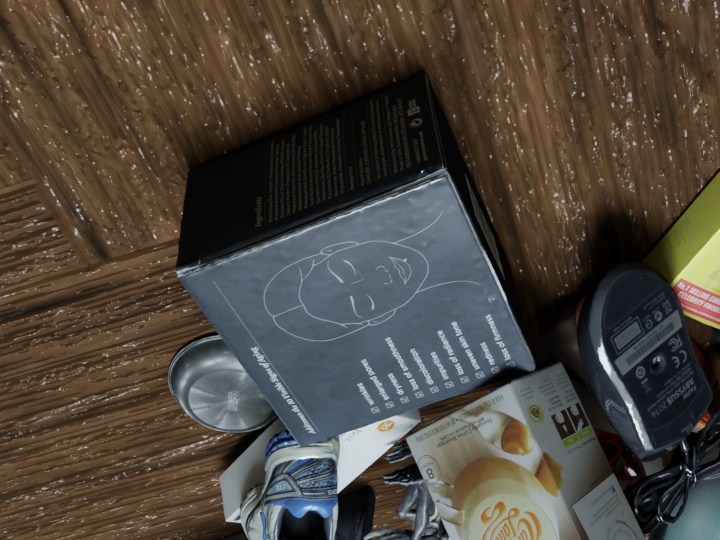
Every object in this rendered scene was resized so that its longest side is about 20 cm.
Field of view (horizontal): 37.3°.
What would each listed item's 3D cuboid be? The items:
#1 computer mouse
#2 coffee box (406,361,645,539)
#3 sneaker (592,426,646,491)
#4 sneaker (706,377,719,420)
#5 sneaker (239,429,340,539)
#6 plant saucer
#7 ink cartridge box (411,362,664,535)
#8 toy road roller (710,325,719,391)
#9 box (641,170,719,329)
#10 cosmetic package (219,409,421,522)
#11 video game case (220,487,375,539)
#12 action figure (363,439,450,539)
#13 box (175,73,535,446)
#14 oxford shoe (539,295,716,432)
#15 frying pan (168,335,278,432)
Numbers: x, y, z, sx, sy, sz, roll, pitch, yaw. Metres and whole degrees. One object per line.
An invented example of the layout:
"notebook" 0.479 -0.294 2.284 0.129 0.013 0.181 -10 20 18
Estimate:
"computer mouse" 0.214 0.088 0.823 0.137 0.053 0.203 -28 105 -22
"coffee box" 0.133 0.188 0.793 0.114 0.202 0.079 -34 165 38
"sneaker" 0.206 0.204 0.891 0.201 0.068 0.108 40 120 -23
"sneaker" 0.373 0.134 0.934 0.197 0.079 0.085 13 134 -30
"sneaker" -0.058 0.215 0.893 0.076 0.086 0.201 -2 141 -11
"plant saucer" 0.288 0.240 0.968 0.038 0.202 0.203 16 131 12
"ink cartridge box" 0.160 0.199 0.983 0.147 0.086 0.200 32 123 -25
"toy road roller" 0.366 0.074 0.820 0.145 0.201 0.123 38 121 -5
"box" 0.303 -0.048 0.806 0.074 0.051 0.201 21 127 -20
"cosmetic package" -0.039 0.159 0.940 0.082 0.051 0.200 13 135 -35
"video game case" -0.081 0.282 1.002 0.198 0.143 0.019 -24 110 15
"action figure" 0.050 0.249 0.907 0.100 0.119 0.204 -8 105 -2
"box" 0.000 0.000 0.779 0.194 0.125 0.201 -21 129 12
"oxford shoe" 0.238 0.085 0.915 0.199 0.072 0.072 36 139 -24
"frying pan" -0.079 0.117 0.939 0.188 0.031 0.115 25 126 -19
